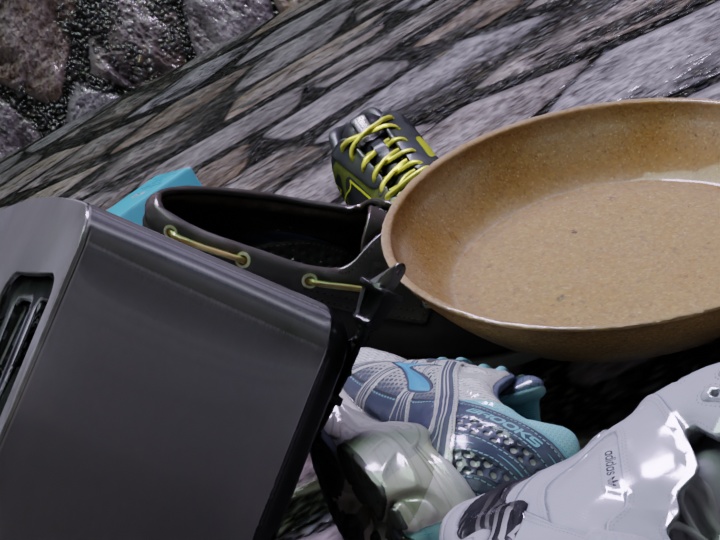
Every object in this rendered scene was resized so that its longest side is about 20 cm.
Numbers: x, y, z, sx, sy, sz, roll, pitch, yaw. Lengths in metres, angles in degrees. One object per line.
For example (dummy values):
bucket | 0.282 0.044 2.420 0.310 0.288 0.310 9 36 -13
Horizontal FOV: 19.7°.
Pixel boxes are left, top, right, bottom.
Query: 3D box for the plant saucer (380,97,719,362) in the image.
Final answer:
plant saucer | 0.109 -0.014 0.864 0.198 0.036 0.201 -8 28 4

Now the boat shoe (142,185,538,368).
boat shoe | 0.000 0.000 0.925 0.199 0.061 0.072 4 35 2

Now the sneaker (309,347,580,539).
sneaker | 0.030 0.070 0.799 0.086 0.078 0.200 -20 18 -10

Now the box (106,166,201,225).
box | -0.181 0.013 1.454 0.200 0.083 0.049 -39 16 -33

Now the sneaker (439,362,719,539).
sneaker | 0.087 0.082 0.565 0.114 0.075 0.200 -33 9 2

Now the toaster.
toaster | -0.099 0.068 0.779 0.181 0.118 0.202 2 69 66

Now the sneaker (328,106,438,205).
sneaker | 0.017 -0.049 1.226 0.074 0.085 0.200 -32 12 -6
